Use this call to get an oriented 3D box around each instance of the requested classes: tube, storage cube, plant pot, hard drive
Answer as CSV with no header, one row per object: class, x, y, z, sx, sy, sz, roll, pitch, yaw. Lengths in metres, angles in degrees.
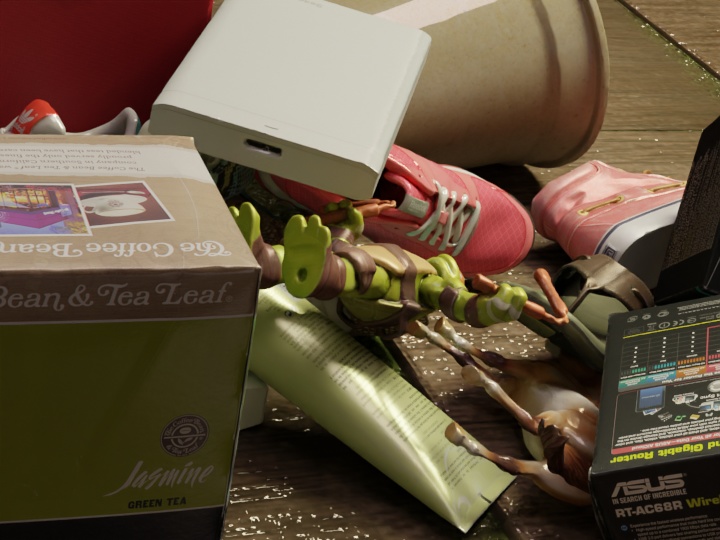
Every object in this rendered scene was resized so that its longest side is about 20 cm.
tube,-0.008,0.065,1.005,0.200,0.052,0.058,37,70,9
storage cube,-0.201,-0.164,1.242,0.200,0.180,0.171,2,30,-18
plant pot,0.040,-0.141,1.303,0.183,0.200,0.200,-21,40,-27
hard drive,-0.037,-0.113,1.116,0.132,0.026,0.200,17,31,2

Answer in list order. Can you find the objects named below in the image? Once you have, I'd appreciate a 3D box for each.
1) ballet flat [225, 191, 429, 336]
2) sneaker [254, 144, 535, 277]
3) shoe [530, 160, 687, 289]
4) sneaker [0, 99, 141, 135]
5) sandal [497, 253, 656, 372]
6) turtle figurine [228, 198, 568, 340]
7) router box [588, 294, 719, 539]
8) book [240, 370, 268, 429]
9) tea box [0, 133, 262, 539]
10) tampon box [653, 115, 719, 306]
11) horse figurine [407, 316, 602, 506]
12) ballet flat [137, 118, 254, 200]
ballet flat,-0.051,0.003,1.129,0.200,0.071,0.065,26,59,31
sneaker,0.028,-0.037,1.153,0.200,0.074,0.087,20,5,-24
shoe,0.212,-0.043,1.278,0.200,0.071,0.091,-16,41,-35
sneaker,-0.222,-0.061,1.136,0.200,0.093,0.070,-6,32,-28
sandal,0.141,0.017,1.102,0.080,0.057,0.201,33,15,26
turtle figurine,0.000,0.000,1.004,0.161,0.064,0.200,10,14,-45
router box,0.220,0.068,0.929,0.200,0.062,0.150,-11,26,18
book,-0.155,0.027,1.053,0.134,0.048,0.200,-6,34,-30
tea box,-0.166,0.051,0.845,0.200,0.197,0.134,0,30,-21
tampon box,0.273,-0.021,1.108,0.150,0.126,0.200,17,-3,2
horse figurine,0.099,0.079,1.022,0.133,0.050,0.200,28,14,-18
ballet flat,-0.136,-0.052,1.067,0.074,0.074,0.200,27,39,27
